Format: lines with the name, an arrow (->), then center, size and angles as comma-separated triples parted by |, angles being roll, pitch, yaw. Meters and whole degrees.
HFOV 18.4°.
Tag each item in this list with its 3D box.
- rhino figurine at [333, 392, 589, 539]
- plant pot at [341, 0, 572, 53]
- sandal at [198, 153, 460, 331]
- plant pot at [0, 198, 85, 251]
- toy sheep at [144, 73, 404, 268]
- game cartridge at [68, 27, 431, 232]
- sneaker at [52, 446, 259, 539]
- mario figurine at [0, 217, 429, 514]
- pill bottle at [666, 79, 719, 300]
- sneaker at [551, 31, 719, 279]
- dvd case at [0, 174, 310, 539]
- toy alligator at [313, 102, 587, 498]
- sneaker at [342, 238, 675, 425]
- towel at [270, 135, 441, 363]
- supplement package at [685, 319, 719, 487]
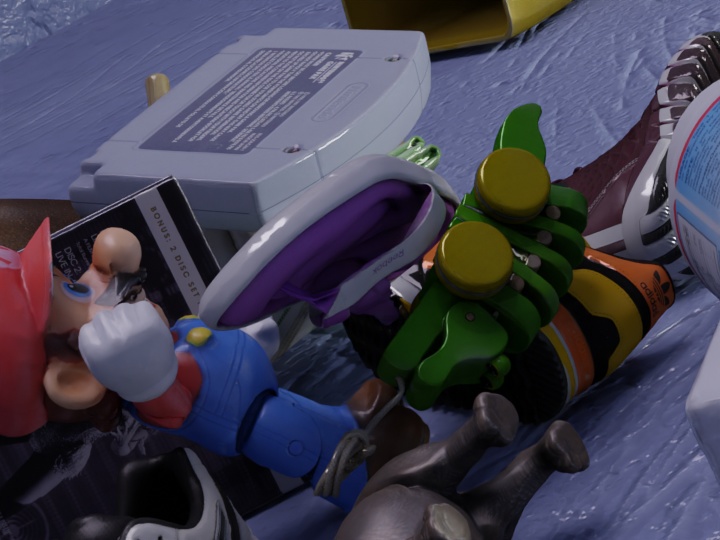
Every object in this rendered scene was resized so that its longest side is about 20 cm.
rhino figurine -> 0.014, 0.114, 0.745 | 0.087, 0.060, 0.200 | -39, 8, 30
plant pot -> 0.096, -0.287, 1.728 | 0.176, 0.201, 0.200 | -21, 10, -33
sandal -> 0.004, -0.005, 0.880 | 0.083, 0.050, 0.203 | -50, -12, 21
plant pot -> -0.185, 0.039, 1.147 | 0.199, 0.188, 0.187 | -18, 10, -30
toy sheep -> -0.069, -0.057, 1.309 | 0.199, 0.138, 0.138 | -15, 17, 15
game cartridge -> -0.046, -0.076, 1.165 | 0.133, 0.041, 0.200 | 1, 28, 30
sneaker -> -0.093, 0.137, 0.798 | 0.075, 0.088, 0.200 | -18, 19, 21
mario figurine -> -0.067, 0.028, 0.891 | 0.123, 0.199, 0.106 | -44, 30, 56
pill bottle -> 0.180, -0.022, 0.845 | 0.108, 0.109, 0.200 | -25, 15, 0
sneaker -> 0.126, -0.048, 1.086 | 0.115, 0.076, 0.200 | -20, 17, 30
dvd case -> -0.138, 0.069, 0.973 | 0.199, 0.149, 0.016 | -27, 7, -5
toy alligator -> 0.047, 0.019, 0.873 | 0.200, 0.054, 0.059 | -62, -4, -30
sneaker -> 0.061, 0.014, 1.001 | 0.090, 0.070, 0.200 | -29, 21, -23
towel -> -0.052, 0.018, 1.102 | 0.200, 0.031, 0.149 | -37, -12, -38
supplement package -> 0.192, 0.053, 0.405 | 0.191, 0.201, 0.147 | -18, 17, 25
